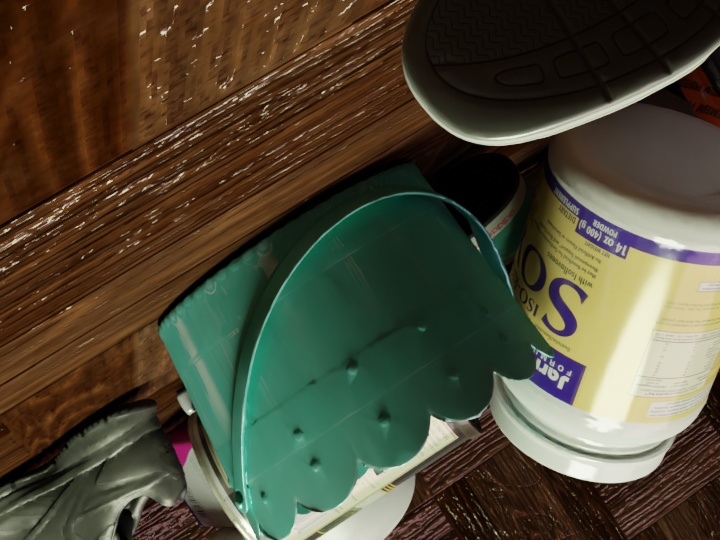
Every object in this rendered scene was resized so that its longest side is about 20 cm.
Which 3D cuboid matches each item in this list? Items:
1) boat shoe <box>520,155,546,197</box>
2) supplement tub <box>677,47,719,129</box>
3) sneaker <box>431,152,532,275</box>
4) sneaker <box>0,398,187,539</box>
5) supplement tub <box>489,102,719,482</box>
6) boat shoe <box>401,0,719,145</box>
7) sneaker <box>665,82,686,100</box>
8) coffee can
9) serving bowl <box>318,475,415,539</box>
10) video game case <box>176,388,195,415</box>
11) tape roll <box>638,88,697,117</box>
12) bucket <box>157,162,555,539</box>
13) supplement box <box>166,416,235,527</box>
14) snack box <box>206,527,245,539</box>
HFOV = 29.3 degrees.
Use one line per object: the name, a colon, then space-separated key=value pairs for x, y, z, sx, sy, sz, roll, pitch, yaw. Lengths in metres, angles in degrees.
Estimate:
boat shoe: x=0.134 y=-0.043 z=1.181 sx=0.199 sy=0.072 sz=0.064 roll=-31 pitch=174 yaw=-40
supplement tub: x=0.299 y=-0.159 z=0.854 sx=0.199 sy=0.123 sz=0.122 roll=-36 pitch=174 yaw=30
sneaker: x=0.044 y=0.019 z=0.940 sx=0.199 sy=0.084 sz=0.121 roll=-36 pitch=138 yaw=5
sneaker: x=-0.211 y=0.175 z=0.986 sx=0.199 sy=0.091 sz=0.076 roll=-34 pitch=177 yaw=16
supplement tub: x=0.163 y=0.015 z=0.854 sx=0.145 sy=0.145 sz=0.202 roll=-27 pitch=140 yaw=-47
boat shoe: x=0.098 y=-0.103 z=0.436 sx=0.201 sy=0.075 sz=0.065 roll=-39 pitch=172 yaw=-12
sneaker: x=0.291 y=-0.107 z=1.256 sx=0.202 sy=0.066 sz=0.091 roll=-83 pitch=-159 yaw=-44
coffee can: x=-0.021 y=0.124 z=1.133 sx=0.199 sy=0.147 sz=0.146 roll=-33 pitch=175 yaw=6
serving bowl: x=-0.021 y=0.255 z=1.403 sx=0.199 sy=0.066 sz=0.200 roll=-34 pitch=-171 yaw=6
video game case: x=-0.073 y=0.073 z=1.254 sx=0.199 sy=0.023 sz=0.182 roll=-33 pitch=175 yaw=-7
tape roll: x=0.206 y=-0.052 z=1.117 sx=0.201 sy=0.066 sz=0.201 roll=-50 pitch=160 yaw=-26
bucket: x=-0.006 y=0.043 z=0.774 sx=0.206 sy=0.136 sz=0.207 roll=-33 pitch=176 yaw=-3
supplement box: x=-0.111 y=0.180 z=1.335 sx=0.103 sy=0.102 sz=0.200 roll=-36 pitch=-172 yaw=-25
snack box: x=-0.076 y=0.238 z=1.359 sx=0.200 sy=0.037 sz=0.116 roll=-40 pitch=-170 yaw=-30
